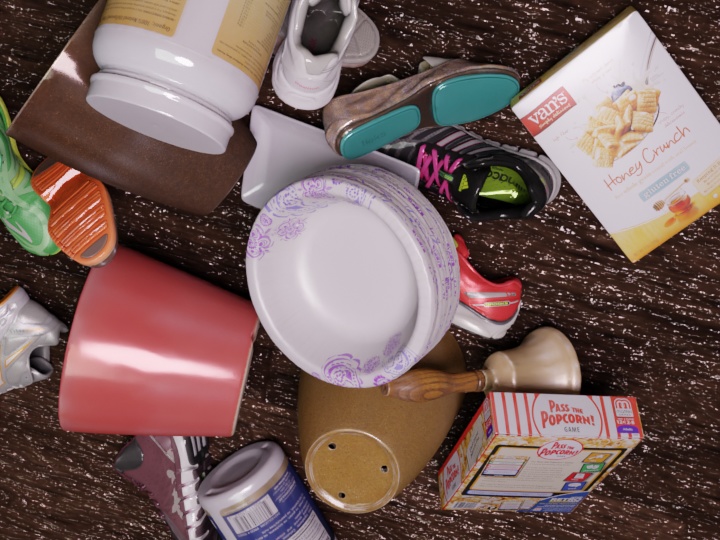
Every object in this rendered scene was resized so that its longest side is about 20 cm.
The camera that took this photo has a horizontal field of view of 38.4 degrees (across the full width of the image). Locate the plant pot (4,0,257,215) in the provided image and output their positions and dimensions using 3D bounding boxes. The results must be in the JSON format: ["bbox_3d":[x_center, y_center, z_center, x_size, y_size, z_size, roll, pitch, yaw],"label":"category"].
[{"bbox_3d":[-0.206,-0.149,1.006,0.199,0.187,0.187,36,114,-18],"label":"plant pot"}]

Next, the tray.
[{"bbox_3d":[-0.031,-0.088,1.037,0.199,0.022,0.108,24,118,24],"label":"tray"}]

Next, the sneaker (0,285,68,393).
[{"bbox_3d":[-0.412,0.118,1.199,0.092,0.076,0.200,33,115,-8],"label":"sneaker"}]

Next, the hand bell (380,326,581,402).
[{"bbox_3d":[0.108,0.110,1.023,0.199,0.104,0.105,0,117,-29],"label":"hand bell"}]

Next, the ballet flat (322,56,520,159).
[{"bbox_3d":[0.054,-0.169,0.985,0.199,0.067,0.068,-18,143,-14],"label":"ballet flat"}]

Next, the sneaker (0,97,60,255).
[{"bbox_3d":[-0.387,-0.098,1.099,0.074,0.084,0.201,-22,107,18],"label":"sneaker"}]

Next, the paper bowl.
[{"bbox_3d":[0.000,0.000,0.970,0.199,0.104,0.202,11,112,28],"label":"paper bowl"}]

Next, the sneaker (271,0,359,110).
[{"bbox_3d":[-0.027,-0.250,0.925,0.077,0.099,0.202,8,76,-14],"label":"sneaker"}]

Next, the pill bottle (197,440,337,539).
[{"bbox_3d":[-0.092,0.307,1.190,0.110,0.111,0.201,-24,106,19],"label":"pill bottle"}]

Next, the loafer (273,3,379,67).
[{"bbox_3d":[-0.080,-0.241,0.999,0.198,0.063,0.072,17,74,-7],"label":"loafer"}]

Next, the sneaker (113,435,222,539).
[{"bbox_3d":[-0.231,0.264,1.229,0.115,0.076,0.202,-3,101,17],"label":"sneaker"}]

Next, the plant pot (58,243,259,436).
[{"bbox_3d":[-0.204,0.087,1.091,0.176,0.201,0.202,13,114,-4],"label":"plant pot"}]

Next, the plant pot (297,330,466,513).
[{"bbox_3d":[0.009,0.151,1.060,0.185,0.200,0.188,4,111,9],"label":"plant pot"}]

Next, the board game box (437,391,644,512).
[{"bbox_3d":[0.176,0.190,1.052,0.150,0.047,0.200,4,146,-11],"label":"board game box"}]

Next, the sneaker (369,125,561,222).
[{"bbox_3d":[0.097,-0.095,1.004,0.198,0.088,0.074,15,114,5],"label":"sneaker"}]

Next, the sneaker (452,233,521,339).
[{"bbox_3d":[0.074,-0.003,1.067,0.199,0.077,0.085,25,94,-1],"label":"sneaker"}]

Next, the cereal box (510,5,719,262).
[{"bbox_3d":[0.257,-0.126,0.980,0.144,0.040,0.200,-38,104,19],"label":"cereal box"}]

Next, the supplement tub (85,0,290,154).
[{"bbox_3d":[-0.138,-0.214,0.867,0.144,0.145,0.202,18,84,3],"label":"supplement tub"}]

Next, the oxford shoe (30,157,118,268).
[{"bbox_3d":[-0.274,-0.053,1.048,0.071,0.200,0.073,-37,131,-1],"label":"oxford shoe"}]
